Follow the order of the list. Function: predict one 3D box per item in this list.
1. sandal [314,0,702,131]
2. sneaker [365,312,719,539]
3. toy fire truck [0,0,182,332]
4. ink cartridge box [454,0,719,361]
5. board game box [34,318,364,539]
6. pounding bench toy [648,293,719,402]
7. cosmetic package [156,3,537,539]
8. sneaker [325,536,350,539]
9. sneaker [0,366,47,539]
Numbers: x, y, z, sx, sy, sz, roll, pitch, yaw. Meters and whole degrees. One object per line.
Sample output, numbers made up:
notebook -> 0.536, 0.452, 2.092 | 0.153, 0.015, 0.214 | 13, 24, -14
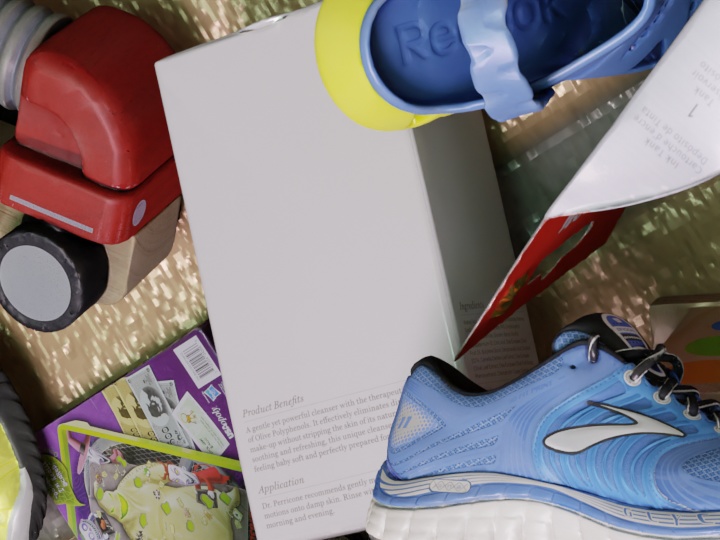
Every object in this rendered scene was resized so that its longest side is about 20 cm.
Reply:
sandal -> 0.086, -0.099, 0.875 | 0.087, 0.199, 0.080 | 12, 125, 64
sneaker -> 0.096, 0.057, 0.805 | 0.198, 0.078, 0.090 | 1, 79, 22
toy fire truck -> -0.146, -0.106, 1.006 | 0.175, 0.129, 0.201 | 22, 122, 14
ink cartridge box -> 0.129, -0.049, 0.870 | 0.047, 0.160, 0.201 | 39, 120, 10
board game box -> -0.057, 0.133, 1.078 | 0.120, 0.032, 0.201 | -31, 92, 23
pounding bench toy -> 0.165, 0.124, 0.916 | 0.123, 0.156, 0.202 | -3, 105, 22
cosmetic package -> 0.000, 0.000, 0.951 | 0.107, 0.085, 0.202 | -14, 83, 25
sneaker -> 0.019, 0.197, 1.012 | 0.199, 0.071, 0.100 | 36, 95, 5
sneaker -> -0.214, 0.048, 1.079 | 0.201, 0.076, 0.075 | 58, 139, 3
